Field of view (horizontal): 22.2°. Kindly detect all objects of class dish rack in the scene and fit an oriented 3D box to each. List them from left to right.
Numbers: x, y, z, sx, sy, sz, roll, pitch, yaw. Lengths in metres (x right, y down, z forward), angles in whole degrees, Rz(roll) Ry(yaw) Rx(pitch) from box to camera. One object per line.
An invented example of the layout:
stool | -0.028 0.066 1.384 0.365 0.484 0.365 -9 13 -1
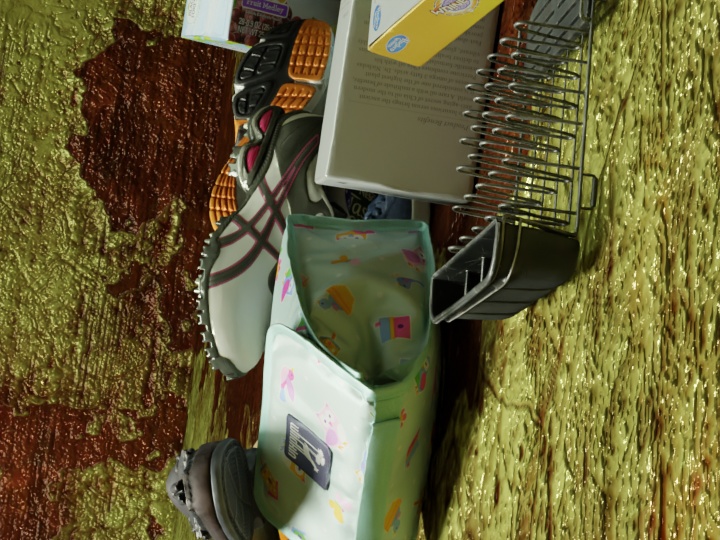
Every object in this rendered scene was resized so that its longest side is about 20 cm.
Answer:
dish rack | 0.086 -0.075 0.989 0.153 0.054 0.201 136 142 -74

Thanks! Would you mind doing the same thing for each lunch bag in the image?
lunch bag | -0.006 0.083 1.199 0.200 0.121 0.171 -97 12 -56

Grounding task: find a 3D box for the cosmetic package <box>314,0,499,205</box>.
cosmetic package | 0.035 -0.151 1.236 0.071 0.101 0.201 180 100 -81

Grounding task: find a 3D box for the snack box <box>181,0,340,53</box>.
snack box | -0.042 -0.254 1.511 0.067 0.199 0.170 10 91 44

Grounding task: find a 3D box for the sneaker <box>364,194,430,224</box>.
sneaker | 0.000 0.000 1.361 0.075 0.084 0.201 127 151 -71

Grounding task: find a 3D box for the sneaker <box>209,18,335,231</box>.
sneaker | -0.060 -0.099 1.444 0.092 0.075 0.201 48 -124 -61

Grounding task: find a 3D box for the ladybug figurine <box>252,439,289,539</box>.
ladybug figurine | -0.030 0.186 1.324 0.136 0.072 0.201 -41 39 24

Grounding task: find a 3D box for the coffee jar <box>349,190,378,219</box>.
coffee jar | -0.032 -0.027 1.526 0.104 0.085 0.201 29 -119 -51

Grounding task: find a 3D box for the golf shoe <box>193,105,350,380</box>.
golf shoe | -0.057 -0.020 1.292 0.077 0.088 0.201 36 -115 -62

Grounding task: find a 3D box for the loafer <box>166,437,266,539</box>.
loafer | -0.102 0.151 1.227 0.200 0.063 0.072 51 -147 -83

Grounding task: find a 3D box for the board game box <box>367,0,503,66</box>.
board game box | 0.073 -0.230 1.090 0.200 0.040 0.154 -32 48 57

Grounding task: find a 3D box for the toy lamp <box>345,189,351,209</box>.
toy lamp | 0.017 -0.130 1.334 0.200 0.058 0.058 -54 21 25
